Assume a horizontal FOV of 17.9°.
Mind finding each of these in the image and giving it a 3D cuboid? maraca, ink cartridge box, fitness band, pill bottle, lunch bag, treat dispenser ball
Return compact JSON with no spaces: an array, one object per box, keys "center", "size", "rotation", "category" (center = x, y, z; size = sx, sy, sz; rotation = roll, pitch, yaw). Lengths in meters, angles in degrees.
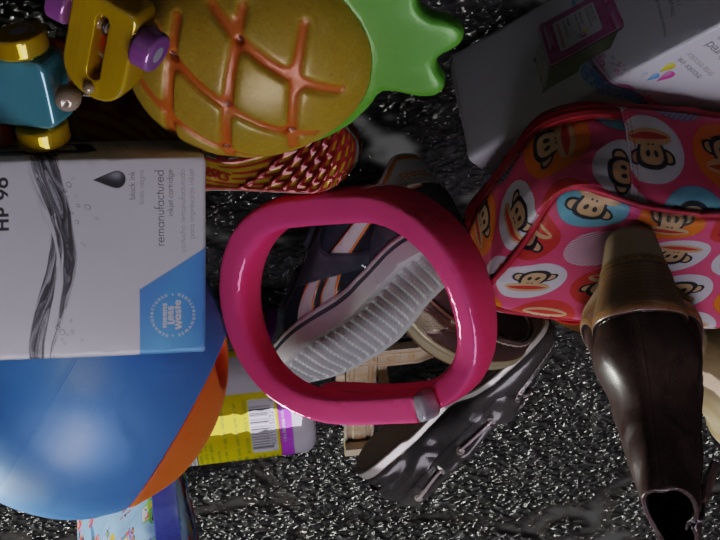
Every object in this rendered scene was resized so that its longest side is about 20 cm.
[{"center":[-0.042,-0.127,1.261],"size":[0.199,0.107,0.137],"rotation":[-13,130,25],"category":"maraca"},{"center":[0.175,-0.112,1.367],"size":[0.200,0.085,0.144],"rotation":[-26,144,29],"category":"ink cartridge box"},{"center":[-0.006,0.021,1.375],"size":[0.199,0.144,0.037],"rotation":[-4,-166,42],"category":"fitness band"},{"center":[-0.134,0.086,1.593],"size":[0.199,0.105,0.104],"rotation":[-6,148,-2],"category":"pill bottle"},{"center":[-0.160,0.187,1.703],"size":[0.094,0.151,0.200],"rotation":[-2,148,-11],"category":"lunch bag"},{"center":[-0.182,0.057,1.443],"size":[0.200,0.202,0.201],"rotation":[-6,148,-4],"category":"treat dispenser ball"},{"center":[-0.190,-0.011,1.291],"size":[0.199,0.117,0.068],"rotation":[-2,-169,-13],"category":"ink cartridge box"},{"center":[0.168,-0.020,1.354],"size":[0.199,0.082,0.176],"rotation":[6,147,-21],"category":"lunch bag"}]

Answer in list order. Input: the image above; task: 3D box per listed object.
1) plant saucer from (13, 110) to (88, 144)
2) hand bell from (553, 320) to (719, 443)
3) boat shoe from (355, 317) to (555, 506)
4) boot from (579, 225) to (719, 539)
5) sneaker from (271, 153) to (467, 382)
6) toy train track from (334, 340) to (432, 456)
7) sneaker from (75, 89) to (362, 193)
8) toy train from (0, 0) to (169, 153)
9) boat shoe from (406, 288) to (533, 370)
[{"center":[-0.255,-0.048,1.318],"size":[0.199,0.201,0.029],"rotation":[1,-169,-14],"category":"plant saucer"},{"center":[0.205,0.048,1.647],"size":[0.199,0.104,0.104],"rotation":[22,139,-22],"category":"hand bell"},{"center":[0.081,0.103,1.679],"size":[0.057,0.067,0.200],"rotation":[38,119,-20],"category":"boat shoe"},{"center":[0.166,0.087,1.298],"size":[0.072,0.167,0.200],"rotation":[-8,153,9],"category":"boot"},{"center":[0.000,0.000,1.451],"size":[0.078,0.080,0.200],"rotation":[0,151,-37],"category":"sneaker"},{"center":[0.001,0.096,1.707],"size":[0.114,0.033,0.200],"rotation":[-5,149,-4],"category":"toy train track"},{"center":[-0.100,-0.078,1.373],"size":[0.199,0.073,0.077],"rotation":[10,-171,-3],"category":"sneaker"},{"center":[-0.171,-0.153,1.233],"size":[0.150,0.056,0.200],"rotation":[50,134,-2],"category":"toy train"},{"center":[0.057,0.006,1.544],"size":[0.200,0.072,0.072],"rotation":[30,131,-34],"category":"boat shoe"}]
